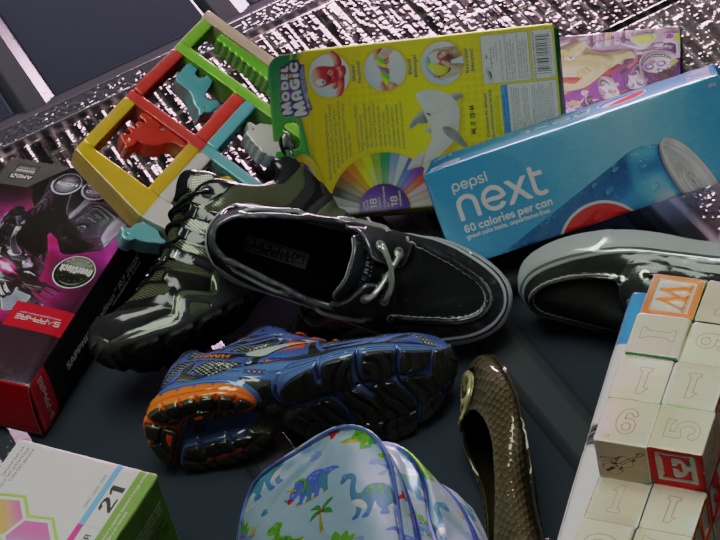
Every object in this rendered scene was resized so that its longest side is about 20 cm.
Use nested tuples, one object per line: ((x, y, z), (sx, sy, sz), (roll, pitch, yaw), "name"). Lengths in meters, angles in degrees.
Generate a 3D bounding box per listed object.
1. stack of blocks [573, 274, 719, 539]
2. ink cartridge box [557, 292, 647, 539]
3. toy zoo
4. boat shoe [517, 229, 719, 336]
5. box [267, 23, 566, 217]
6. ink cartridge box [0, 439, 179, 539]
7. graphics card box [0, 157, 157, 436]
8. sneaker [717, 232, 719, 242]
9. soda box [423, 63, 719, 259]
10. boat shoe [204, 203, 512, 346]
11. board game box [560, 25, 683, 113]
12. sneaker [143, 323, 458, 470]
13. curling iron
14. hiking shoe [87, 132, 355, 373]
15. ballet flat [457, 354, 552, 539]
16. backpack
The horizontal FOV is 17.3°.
((0.156, 0.115, 1.211), (0.058, 0.116, 0.201), (8, 50, 23), "stack of blocks")
((0.205, 0.115, 1.340), (0.144, 0.085, 0.201), (4, 47, 21), "ink cartridge box")
((-0.109, -0.082, 1.631), (0.131, 0.020, 0.200), (36, 52, 5), "toy zoo")
((0.193, 0.018, 1.462), (0.198, 0.069, 0.057), (1, 45, 14), "boat shoe")
((0.039, -0.097, 1.596), (0.198, 0.118, 0.048), (-4, 0, 9), "box")
((-0.230, 0.175, 1.408), (0.199, 0.076, 0.148), (12, 49, 25), "ink cartridge box")
((-0.224, 0.013, 1.597), (0.125, 0.051, 0.200), (10, 47, 23), "graphics card box")
((0.331, -0.053, 1.486), (0.199, 0.074, 0.119), (3, 52, 22), "sneaker")
((0.145, -0.067, 1.520), (0.199, 0.068, 0.064), (-18, 9, 10), "soda box")
((0.000, 0.000, 1.474), (0.199, 0.068, 0.072), (17, 88, -2), "boat shoe")
((0.126, -0.116, 1.653), (0.198, 0.032, 0.121), (-5, 48, 11), "board game box")
((-0.038, 0.064, 1.477), (0.198, 0.076, 0.079), (-7, 39, 6), "sneaker")
((0.051, 0.009, 1.541), (0.198, 0.026, 0.050), (-12, 40, 3), "curling iron")
((-0.104, -0.010, 1.545), (0.199, 0.076, 0.101), (-30, 76, -24), "hiking shoe")
((0.079, 0.130, 1.379), (0.046, 0.068, 0.201), (-7, 48, -4), "ballet flat")
((0.004, 0.183, 1.293), (0.163, 0.154, 0.200), (-36, 20, 26), "backpack")
